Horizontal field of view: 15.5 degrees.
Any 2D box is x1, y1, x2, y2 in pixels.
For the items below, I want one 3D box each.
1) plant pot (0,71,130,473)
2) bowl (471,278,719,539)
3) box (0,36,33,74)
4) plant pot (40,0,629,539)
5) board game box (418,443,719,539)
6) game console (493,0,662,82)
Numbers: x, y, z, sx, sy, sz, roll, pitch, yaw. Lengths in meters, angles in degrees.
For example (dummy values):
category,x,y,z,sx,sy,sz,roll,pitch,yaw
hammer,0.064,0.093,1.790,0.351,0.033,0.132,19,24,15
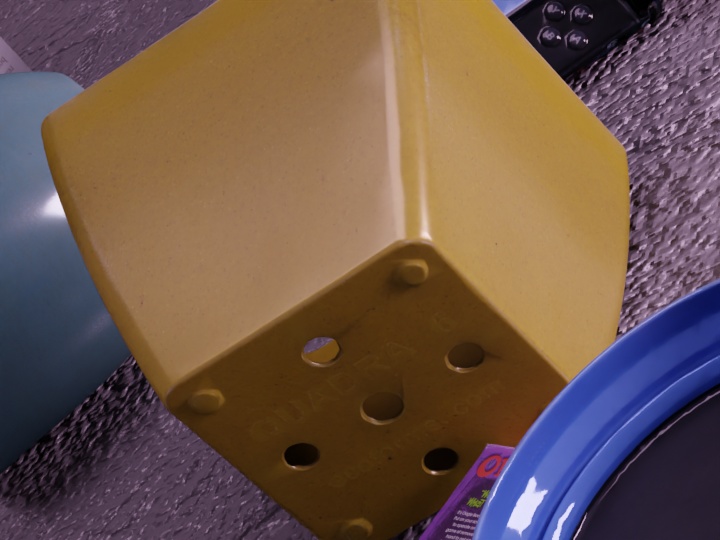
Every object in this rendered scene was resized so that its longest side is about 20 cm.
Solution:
category,x,y,z,sx,sy,sz,roll,pitch,yaw
plant pot,-0.193,-0.012,1.419,0.161,0.201,0.201,-35,23,-14
bowl,0.130,0.078,0.928,0.200,0.039,0.201,-32,28,19
box,-0.301,-0.036,1.621,0.199,0.171,0.200,-14,37,44
plant pot,0.000,0.000,1.139,0.200,0.200,0.177,-32,39,19
board game box,0.083,0.125,0.992,0.200,0.032,0.120,4,54,55
game console,0.064,-0.203,1.316,0.172,0.119,0.200,-35,69,0
